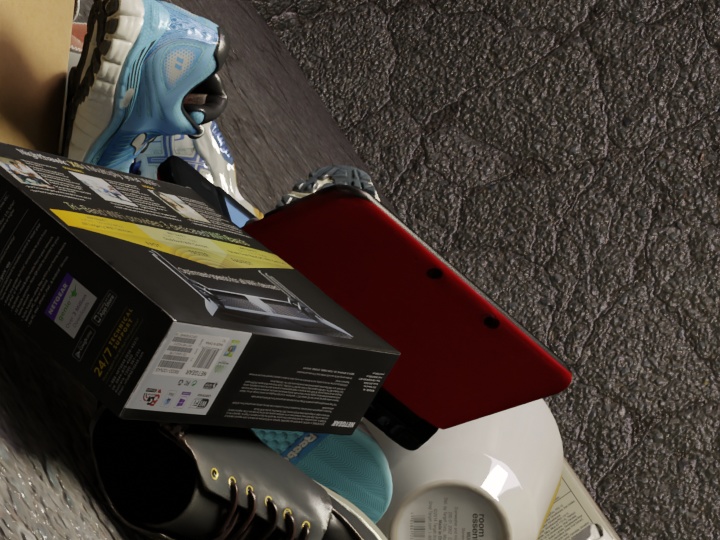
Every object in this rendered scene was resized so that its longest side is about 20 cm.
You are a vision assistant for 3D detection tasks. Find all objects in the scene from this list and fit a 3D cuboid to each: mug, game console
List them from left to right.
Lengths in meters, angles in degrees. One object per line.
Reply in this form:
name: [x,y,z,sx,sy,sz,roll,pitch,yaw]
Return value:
game console: [0.000,0.000,1.265,0.200,0.119,0.173,40,16,-32]
mug: [0.077,0.167,1.533,0.187,0.149,0.153,46,14,-8]

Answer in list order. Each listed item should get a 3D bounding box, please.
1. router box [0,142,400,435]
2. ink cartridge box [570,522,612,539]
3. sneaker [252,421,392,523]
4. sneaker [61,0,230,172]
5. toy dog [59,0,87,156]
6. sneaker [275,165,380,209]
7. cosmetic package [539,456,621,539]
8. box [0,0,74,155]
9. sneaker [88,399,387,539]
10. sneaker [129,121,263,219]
router box: [-0.094,0.009,1.049,0.157,0.052,0.199,38,13,29]
ink cartridge box: [0.148,0.276,1.369,0.201,0.146,0.083,53,4,2]
sneaker: [-0.058,0.067,1.310,0.200,0.079,0.131,50,8,-40]
sneaker: [-0.124,-0.088,1.290,0.200,0.089,0.079,127,-32,-63]
toy dog: [-0.181,-0.144,1.499,0.201,0.096,0.132,54,5,2]
sneaker: [-0.027,0.032,1.467,0.086,0.077,0.202,57,41,-73]
cosmetic package: [0.155,0.212,2.097,0.201,0.103,0.087,58,5,27]
box: [-0.216,-0.155,1.236,0.200,0.021,0.165,45,44,-61]
sneaker: [-0.054,0.127,1.046,0.200,0.075,0.106,43,10,-5]
sneaker: [-0.119,-0.041,1.388,0.201,0.088,0.075,57,-22,12]
